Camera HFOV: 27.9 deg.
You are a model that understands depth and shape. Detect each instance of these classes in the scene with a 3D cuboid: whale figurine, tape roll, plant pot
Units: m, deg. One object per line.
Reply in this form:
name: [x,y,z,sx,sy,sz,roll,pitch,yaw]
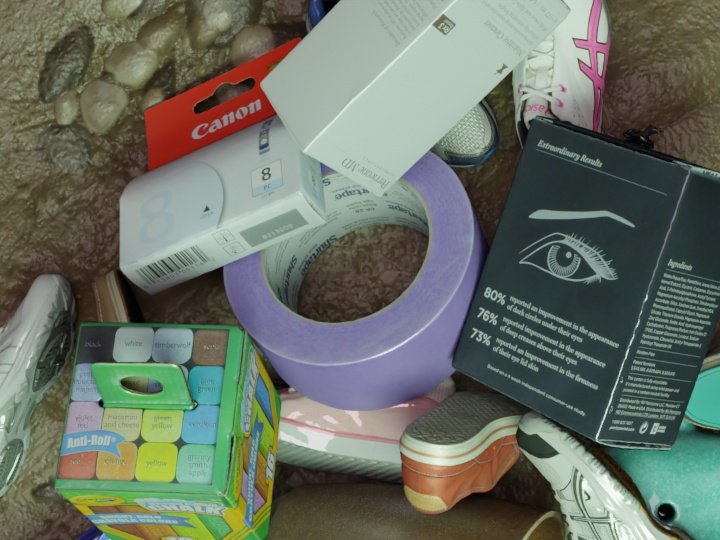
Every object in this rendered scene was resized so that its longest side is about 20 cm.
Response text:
whale figurine: [0.261,0.169,1.096,0.198,0.104,0.160,-16,82,5]
tape roll: [0.000,0.000,1.123,0.198,0.085,0.201,-8,60,13]
plant pot: [0.029,0.238,1.102,0.199,0.187,0.188,18,87,24]

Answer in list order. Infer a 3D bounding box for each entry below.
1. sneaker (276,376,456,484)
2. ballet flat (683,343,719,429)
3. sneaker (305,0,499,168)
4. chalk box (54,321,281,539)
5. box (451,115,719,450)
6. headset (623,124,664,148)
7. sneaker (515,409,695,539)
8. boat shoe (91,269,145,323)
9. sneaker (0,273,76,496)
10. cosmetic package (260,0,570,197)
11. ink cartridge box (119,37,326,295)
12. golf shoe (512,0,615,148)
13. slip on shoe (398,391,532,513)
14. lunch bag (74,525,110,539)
sneaker: [-0.015,0.105,1.164,0.199,0.075,0.105,7,68,19]
ballet flat: [0.317,0.078,1.100,0.198,0.067,0.069,-3,113,-12]
sneaker: [0.027,-0.156,1.170,0.200,0.085,0.077,40,91,9]
chalk box: [-0.136,0.114,1.031,0.124,0.200,0.125,1,67,9]
box: [0.175,0.008,1.046,0.148,0.104,0.202,26,101,43]
headset: [0.241,-0.013,1.145,0.122,0.094,0.202,-15,98,3]
sneaker: [0.170,0.189,1.021,0.088,0.076,0.200,-46,77,11]
boat shoe: [-0.200,0.101,1.186,0.066,0.074,0.202,-12,83,2]
sneaker: [-0.308,0.087,1.204,0.099,0.078,0.201,24,88,13]
cosmetic package: [0.038,-0.160,1.051,0.200,0.113,0.081,-46,55,16]
ink cartridge box: [-0.114,-0.095,1.145,0.159,0.047,0.201,-22,51,18]
golf shoe: [0.152,-0.147,1.107,0.072,0.092,0.202,-1,113,27]
slip on shoe: [0.086,0.132,1.087,0.074,0.200,0.062,13,104,26]
lunch bag: [-0.167,0.266,1.151,0.199,0.094,0.151,-37,97,-2]
